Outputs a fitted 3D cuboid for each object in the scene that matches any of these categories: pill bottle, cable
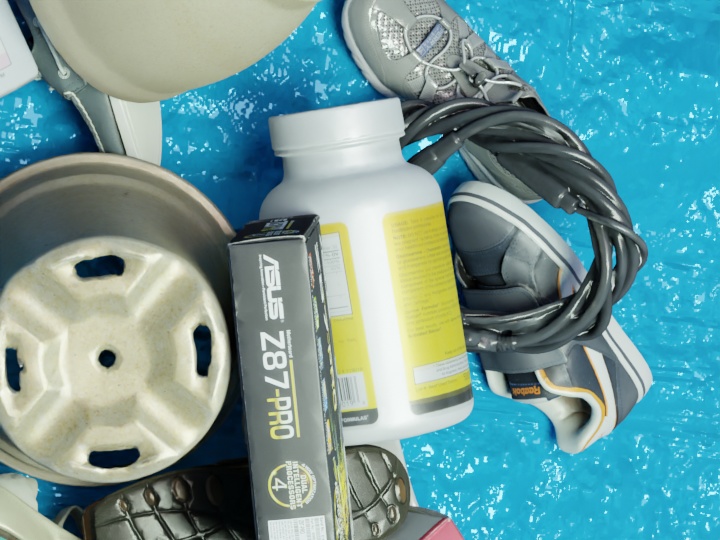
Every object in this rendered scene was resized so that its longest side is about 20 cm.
[{"bbox_3d":[0.000,0.000,1.612,0.112,0.112,0.200,-11,94,-29],"label":"pill bottle"},{"bbox_3d":[0.082,-0.027,1.674,0.200,0.051,0.163,2,97,14],"label":"cable"}]

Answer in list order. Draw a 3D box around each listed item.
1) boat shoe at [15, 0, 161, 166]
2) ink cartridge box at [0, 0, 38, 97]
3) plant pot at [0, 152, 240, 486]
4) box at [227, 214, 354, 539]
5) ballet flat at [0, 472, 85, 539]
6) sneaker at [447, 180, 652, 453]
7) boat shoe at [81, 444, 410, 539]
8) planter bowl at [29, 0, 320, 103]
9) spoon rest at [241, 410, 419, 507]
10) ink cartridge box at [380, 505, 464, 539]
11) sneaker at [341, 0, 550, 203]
[{"bbox_3d":[-0.172,-0.140,1.597,0.062,0.073,0.200,-13,109,15],"label":"boat shoe"},{"bbox_3d":[-0.296,-0.165,1.522,0.163,0.057,0.200,-31,110,-25],"label":"ink cartridge box"},{"bbox_3d":[-0.147,0.038,1.498,0.200,0.183,0.200,-1,96,-8],"label":"plant pot"},{"bbox_3d":[-0.038,0.074,1.488,0.049,0.161,0.200,-6,94,1],"label":"box"},{"bbox_3d":[-0.195,0.160,1.584,0.200,0.069,0.069,36,74,-27],"label":"ballet flat"},{"bbox_3d":[0.112,0.035,1.737,0.200,0.078,0.079,51,63,-22],"label":"sneaker"},{"bbox_3d":[-0.071,0.148,1.604,0.200,0.074,0.076,-6,94,-22],"label":"boat shoe"},{"bbox_3d":[-0.087,-0.205,1.545,0.200,0.135,0.200,14,73,-53],"label":"planter bowl"},{"bbox_3d":[-0.002,0.135,1.686,0.099,0.061,0.200,-40,110,-23],"label":"spoon rest"},{"bbox_3d":[0.036,0.266,1.630,0.147,0.083,0.200,-41,110,-24],"label":"ink cartridge box"},{"bbox_3d":[0.073,-0.122,1.709,0.200,0.082,0.075,41,72,-24],"label":"sneaker"}]
